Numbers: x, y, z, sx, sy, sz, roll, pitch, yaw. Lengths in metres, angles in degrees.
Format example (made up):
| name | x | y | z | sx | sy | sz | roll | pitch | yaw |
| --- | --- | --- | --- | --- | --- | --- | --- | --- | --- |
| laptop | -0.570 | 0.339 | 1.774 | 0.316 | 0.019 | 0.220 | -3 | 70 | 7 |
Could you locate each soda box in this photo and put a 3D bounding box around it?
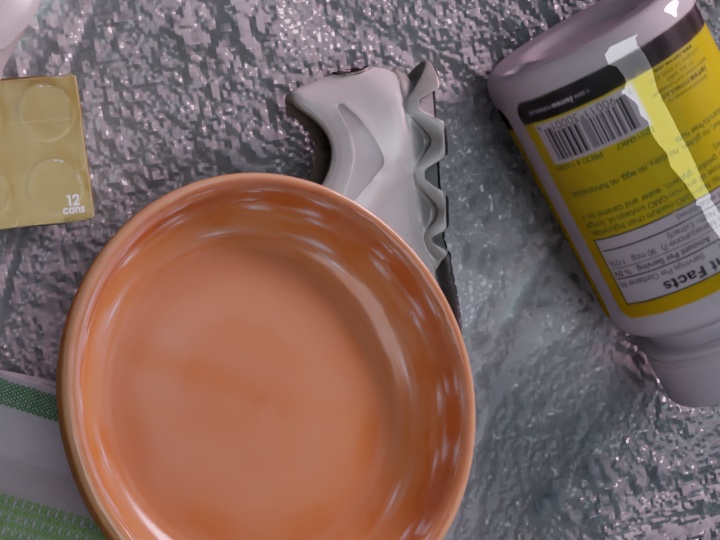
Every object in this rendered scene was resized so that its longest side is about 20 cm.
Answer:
| name | x | y | z | sx | sy | sz | roll | pitch | yaw |
| --- | --- | --- | --- | --- | --- | --- | --- | --- | --- |
| soda box | -0.223 | -0.044 | 0.768 | 0.200 | 0.064 | 0.068 | -8 | 93 | -23 |

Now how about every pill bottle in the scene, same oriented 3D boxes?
| name | x | y | z | sx | sy | sz | roll | pitch | yaw |
| --- | --- | --- | --- | --- | --- | --- | --- | --- | --- |
| pill bottle | 0.158 | -0.037 | 0.902 | 0.114 | 0.114 | 0.200 | -34 | 104 | -19 |

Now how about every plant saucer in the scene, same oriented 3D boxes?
| name | x | y | z | sx | sy | sz | roll | pitch | yaw |
| --- | --- | --- | --- | --- | --- | --- | --- | --- | --- |
| plant saucer | -0.042 | 0.057 | 0.770 | 0.200 | 0.037 | 0.200 | 8 | 73 | -28 |

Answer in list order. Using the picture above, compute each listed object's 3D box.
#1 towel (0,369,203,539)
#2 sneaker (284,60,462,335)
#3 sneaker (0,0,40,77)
| name | x | y | z | sx | sy | sz | roll | pitch | yaw |
| --- | --- | --- | --- | --- | --- | --- | --- | --- | --- |
| towel | -0.162 | 0.136 | 0.749 | 0.149 | 0.031 | 0.200 | 13 | 64 | 11 |
| sneaker | 0.000 | 0.000 | 0.865 | 0.088 | 0.074 | 0.200 | -6 | 88 | -14 |
| sneaker | -0.186 | -0.040 | 0.716 | 0.081 | 0.077 | 0.200 | 36 | 83 | -28 |
